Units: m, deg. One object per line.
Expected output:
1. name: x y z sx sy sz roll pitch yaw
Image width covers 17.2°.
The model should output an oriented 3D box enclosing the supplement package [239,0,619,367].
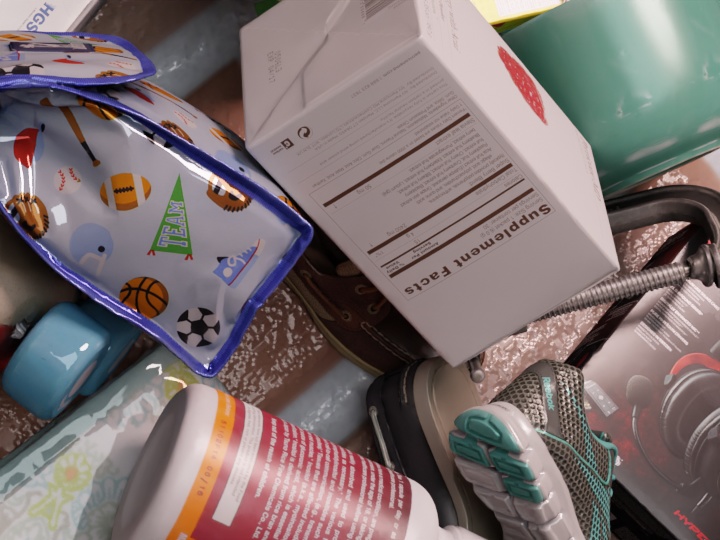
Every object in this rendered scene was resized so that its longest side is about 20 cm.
1. supplement package: 0.039 -0.069 1.331 0.200 0.119 0.122 46 22 -33

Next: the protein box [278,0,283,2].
1. protein box: -0.026 -0.282 1.364 0.199 0.199 0.135 34 32 1

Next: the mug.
1. mug: 0.152 -0.106 1.481 0.152 0.184 0.115 -21 86 -53

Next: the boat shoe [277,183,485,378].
1. boat shoe: 0.000 0.000 1.438 0.200 0.072 0.072 44 70 -5

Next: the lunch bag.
1. lunch bag: -0.139 -0.058 1.300 0.199 0.170 0.124 33 95 -17

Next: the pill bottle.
1. pill bottle: -0.030 0.151 1.327 0.199 0.113 0.114 25 72 -12

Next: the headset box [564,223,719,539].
1. headset box: 0.214 0.073 1.487 0.149 0.075 0.200 44 69 -3

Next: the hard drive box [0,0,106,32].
1. hard drive box: -0.233 -0.220 1.412 0.200 0.077 0.156 39 70 -5

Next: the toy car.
1. toy car: -0.257 0.053 1.325 0.184 0.177 0.201 38 98 2

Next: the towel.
1. towel: -0.131 0.158 1.376 0.200 0.048 0.172 -38 94 -21

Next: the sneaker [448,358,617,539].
1. sneaker: 0.124 0.136 1.390 0.091 0.077 0.201 -46 133 -30

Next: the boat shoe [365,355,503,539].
1. boat shoe: 0.052 0.152 1.436 0.072 0.062 0.202 -20 98 -53

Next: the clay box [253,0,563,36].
1. clay box: 0.018 -0.190 1.499 0.198 0.048 0.116 -14 79 -18

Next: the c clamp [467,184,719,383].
1. c clamp: 0.142 0.004 1.431 0.198 0.171 0.027 -18 117 -4
